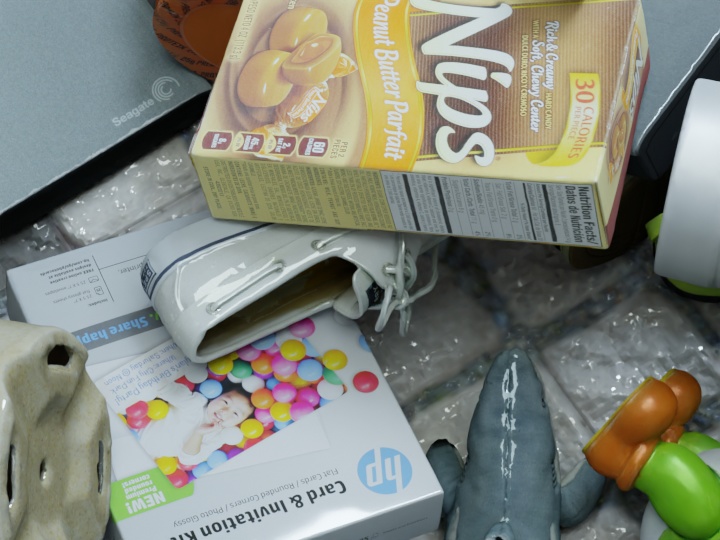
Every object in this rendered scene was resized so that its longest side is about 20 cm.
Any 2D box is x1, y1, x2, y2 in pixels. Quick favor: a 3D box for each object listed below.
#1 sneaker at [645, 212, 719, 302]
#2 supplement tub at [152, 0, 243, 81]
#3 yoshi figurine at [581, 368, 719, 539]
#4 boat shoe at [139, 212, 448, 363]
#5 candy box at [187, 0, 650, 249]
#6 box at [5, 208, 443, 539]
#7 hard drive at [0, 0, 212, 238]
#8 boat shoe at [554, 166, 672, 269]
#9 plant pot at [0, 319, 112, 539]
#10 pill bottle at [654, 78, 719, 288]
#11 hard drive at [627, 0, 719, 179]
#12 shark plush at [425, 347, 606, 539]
[{"bbox_3d":[0.244,-0.029,1.459,0.200,0.083,0.072,-15,67,-6],"label":"sneaker"},{"bbox_3d":[-0.039,-0.202,1.514,0.122,0.123,0.200,13,63,6],"label":"supplement tub"},{"bbox_3d":[0.211,0.123,1.380,0.200,0.112,0.112,44,64,12],"label":"yoshi figurine"},{"bbox_3d":[-0.001,-0.003,1.403,0.202,0.075,0.086,-19,57,-15],"label":"boat shoe"},{"bbox_3d":[0.030,-0.077,1.374,0.200,0.055,0.116,4,55,17],"label":"candy box"},{"bbox_3d":[-0.071,0.064,1.419,0.156,0.041,0.200,-17,59,-16],"label":"box"},{"bbox_3d":[-0.190,-0.129,1.537,0.140,0.033,0.200,-32,70,-13],"label":"hard drive"},{"bbox_3d":[0.157,-0.079,1.495,0.065,0.073,0.200,37,62,21],"label":"boat shoe"},{"bbox_3d":[-0.222,0.092,1.326,0.183,0.200,0.201,1,65,17],"label":"plant pot"},{"bbox_3d":[0.243,-0.023,1.327,0.200,0.113,0.113,13,67,8],"label":"pill bottle"},{"bbox_3d":[0.107,-0.128,1.478,0.200,0.033,0.140,20,65,41],"label":"hard drive"},{"bbox_3d":[0.057,0.141,1.385,0.091,0.083,0.200,17,67,8],"label":"shark plush"}]
